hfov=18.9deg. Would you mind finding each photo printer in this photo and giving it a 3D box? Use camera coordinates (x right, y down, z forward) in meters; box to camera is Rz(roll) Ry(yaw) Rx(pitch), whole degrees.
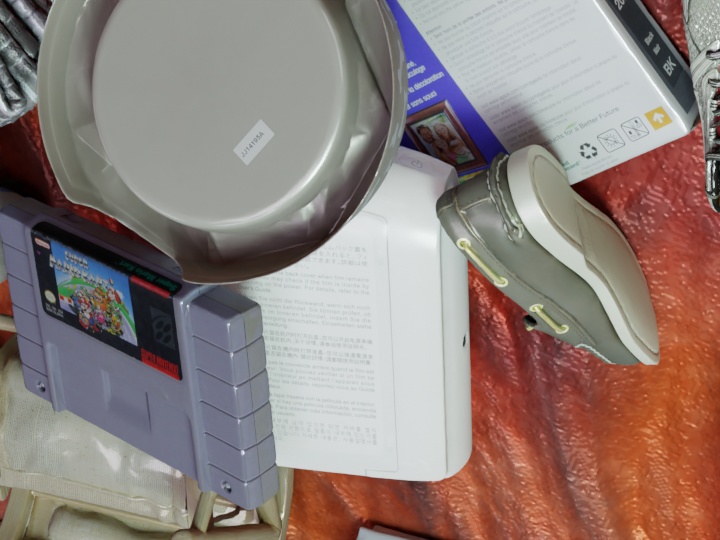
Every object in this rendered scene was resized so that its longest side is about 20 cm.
[{"bbox_3d":[-0.021,0.016,1.203,0.166,0.069,0.200,5,122,14],"label":"photo printer"}]

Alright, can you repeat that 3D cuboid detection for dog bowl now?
[{"bbox_3d":[-0.066,-0.093,1.112,0.200,0.059,0.201,1,94,22],"label":"dog bowl"}]

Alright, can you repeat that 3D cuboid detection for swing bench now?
[{"bbox_3d":[-0.159,0.127,1.394,0.198,0.130,0.200,11,159,15],"label":"swing bench"}]

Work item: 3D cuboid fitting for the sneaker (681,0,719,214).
[{"bbox_3d":[0.209,-0.074,1.098,0.078,0.082,0.200,-6,124,28],"label":"sneaker"}]

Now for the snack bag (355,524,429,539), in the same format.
[{"bbox_3d":[0.067,0.284,1.415,0.188,0.201,0.021,12,175,13],"label":"snack bag"}]

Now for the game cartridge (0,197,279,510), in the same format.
[{"bbox_3d":[-0.129,0.043,1.216,0.200,0.038,0.130,23,134,39],"label":"game cartridge"}]

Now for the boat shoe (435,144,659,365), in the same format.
[{"bbox_3d":[0.108,0.000,1.179,0.060,0.072,0.202,-19,145,21],"label":"boat shoe"}]

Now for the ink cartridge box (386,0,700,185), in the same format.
[{"bbox_3d":[0.049,-0.122,1.158,0.198,0.043,0.200,-23,116,37],"label":"ink cartridge box"}]

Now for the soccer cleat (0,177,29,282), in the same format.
[{"bbox_3d":[-0.297,-0.015,1.376,0.200,0.086,0.070,-6,125,29],"label":"soccer cleat"}]

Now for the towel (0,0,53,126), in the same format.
[{"bbox_3d":[-0.280,-0.150,1.257,0.165,0.086,0.200,-26,114,39],"label":"towel"}]
